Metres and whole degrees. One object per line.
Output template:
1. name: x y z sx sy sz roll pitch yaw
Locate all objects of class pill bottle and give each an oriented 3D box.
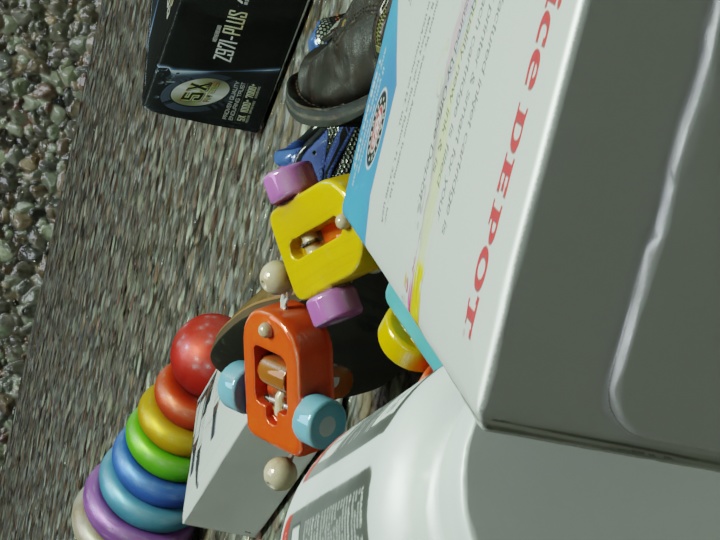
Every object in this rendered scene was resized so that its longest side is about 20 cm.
1. pill bottle: 0.048 0.085 0.859 0.200 0.115 0.117 139 141 -71

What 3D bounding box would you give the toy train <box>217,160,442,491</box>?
1. toy train: 0.015 0.031 1.126 0.199 0.055 0.152 16 115 50

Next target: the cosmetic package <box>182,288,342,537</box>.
1. cosmetic package: -0.054 0.077 1.505 0.200 0.050 0.083 122 155 -61

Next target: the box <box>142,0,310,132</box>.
1. box: -0.085 -0.225 1.831 0.164 0.085 0.201 116 161 -50

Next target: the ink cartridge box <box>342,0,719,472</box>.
1. ink cartridge box: 0.093 -0.045 0.689 0.200 0.145 0.148 -120 43 -72

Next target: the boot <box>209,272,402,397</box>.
1. boot: 0.000 0.000 1.243 0.200 0.073 0.076 -36 35 47

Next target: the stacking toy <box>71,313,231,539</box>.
1. stacking toy: -0.120 0.108 1.738 0.086 0.085 0.201 -92 23 -47

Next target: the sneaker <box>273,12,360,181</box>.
1. sneaker: -0.008 -0.034 1.318 0.075 0.078 0.202 -164 85 -79

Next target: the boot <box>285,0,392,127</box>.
1. boot: 0.026 -0.144 1.056 0.200 0.069 0.176 -175 83 -66
